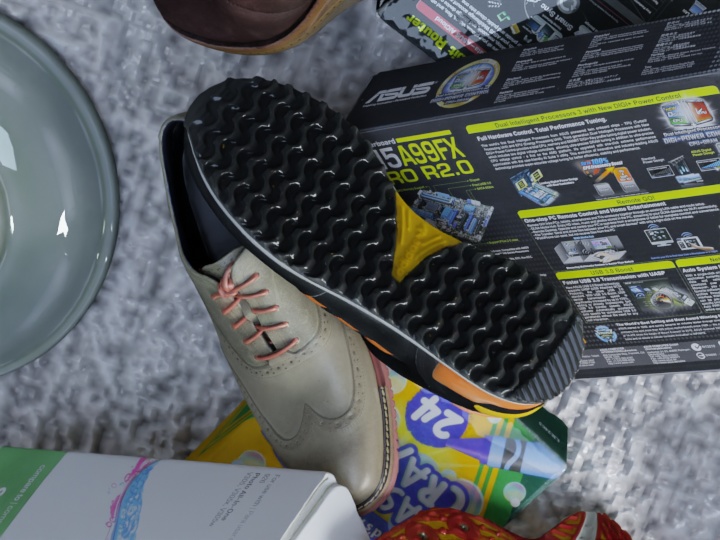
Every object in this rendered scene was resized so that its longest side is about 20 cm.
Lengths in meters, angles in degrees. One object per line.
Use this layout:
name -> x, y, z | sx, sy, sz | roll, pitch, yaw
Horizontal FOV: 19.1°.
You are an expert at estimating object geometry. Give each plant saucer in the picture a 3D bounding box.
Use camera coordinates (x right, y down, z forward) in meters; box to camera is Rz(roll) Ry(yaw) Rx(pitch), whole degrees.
plant saucer -> -0.216, -0.031, 1.018 | 0.199, 0.050, 0.201 | 2, 109, 5

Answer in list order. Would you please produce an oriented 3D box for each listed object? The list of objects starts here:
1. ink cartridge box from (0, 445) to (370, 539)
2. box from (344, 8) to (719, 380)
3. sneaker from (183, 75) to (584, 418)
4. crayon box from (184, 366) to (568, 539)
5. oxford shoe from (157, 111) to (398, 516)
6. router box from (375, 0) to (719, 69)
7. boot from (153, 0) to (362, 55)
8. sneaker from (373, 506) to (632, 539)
ink cartridge box -> -0.086, 0.165, 0.994 | 0.199, 0.088, 0.146 | 0, 127, 32
box -> 0.110, -0.025, 0.920 | 0.199, 0.044, 0.160 | -7, 129, 40
sneaker -> 0.000, 0.000, 0.933 | 0.200, 0.090, 0.070 | 37, 68, 2
crayon box -> -0.012, 0.110, 1.044 | 0.126, 0.052, 0.200 | 42, 108, -8
oxford shoe -> -0.046, 0.020, 0.966 | 0.070, 0.075, 0.201 | -30, 76, 21
router box -> 0.130, -0.116, 0.948 | 0.200, 0.062, 0.150 | 37, 108, -7
boot -> -0.052, -0.160, 0.882 | 0.199, 0.073, 0.166 | -4, 154, 40
sneaker -> 0.064, 0.156, 0.987 | 0.077, 0.200, 0.073 | -52, 54, 20
